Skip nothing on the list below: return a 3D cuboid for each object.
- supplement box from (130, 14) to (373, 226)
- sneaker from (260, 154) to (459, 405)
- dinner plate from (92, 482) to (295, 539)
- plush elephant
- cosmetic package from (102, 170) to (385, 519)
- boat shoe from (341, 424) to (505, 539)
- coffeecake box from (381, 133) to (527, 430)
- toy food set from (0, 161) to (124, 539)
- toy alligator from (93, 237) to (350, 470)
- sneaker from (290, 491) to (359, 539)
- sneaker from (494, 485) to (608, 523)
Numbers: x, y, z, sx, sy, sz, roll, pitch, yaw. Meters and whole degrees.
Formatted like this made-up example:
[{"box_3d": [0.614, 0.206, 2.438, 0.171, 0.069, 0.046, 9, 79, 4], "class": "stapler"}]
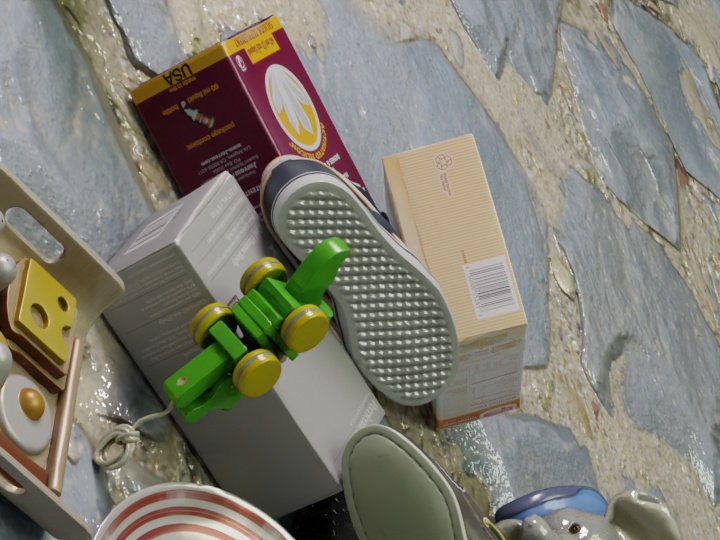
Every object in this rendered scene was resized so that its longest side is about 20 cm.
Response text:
[{"box_3d": [-0.065, -0.066, 1.649, 0.201, 0.085, 0.110, 62, 25, -6], "class": "supplement box"}, {"box_3d": [0.000, 0.000, 1.562, 0.201, 0.078, 0.079, 58, -2, -32], "class": "sneaker"}, {"box_3d": [-0.085, 0.220, 1.377, 0.199, 0.024, 0.201, 25, 46, -29], "class": "dinner plate"}, {"box_3d": [0.161, 0.240, 1.729, 0.200, 0.164, 0.156, 21, 46, -67], "class": "plush elephant"}, {"box_3d": [-0.078, 0.054, 1.513, 0.200, 0.090, 0.107, 54, 30, -15], "class": "cosmetic package"}, {"box_3d": [0.058, 0.184, 1.482, 0.202, 0.072, 0.061, 58, 22, 6], "class": "boat shoe"}, {"box_3d": [0.070, 0.013, 1.754, 0.200, 0.073, 0.155, 84, -9, -69], "class": "coffeecake box"}, {"box_3d": [-0.193, 0.040, 1.333, 0.144, 0.060, 0.201, 46, 31, -34], "class": "toy food set"}, {"box_3d": [-0.078, 0.058, 1.424, 0.059, 0.200, 0.054, 45, -4, 34], "class": "toy alligator"}, {"box_3d": [-0.029, 0.193, 1.511, 0.104, 0.060, 0.201, 37, 41, -50], "class": "sneaker"}, {"box_3d": [0.179, 0.230, 1.869, 0.200, 0.074, 0.083, 32, 42, -47], "class": "sneaker"}]
